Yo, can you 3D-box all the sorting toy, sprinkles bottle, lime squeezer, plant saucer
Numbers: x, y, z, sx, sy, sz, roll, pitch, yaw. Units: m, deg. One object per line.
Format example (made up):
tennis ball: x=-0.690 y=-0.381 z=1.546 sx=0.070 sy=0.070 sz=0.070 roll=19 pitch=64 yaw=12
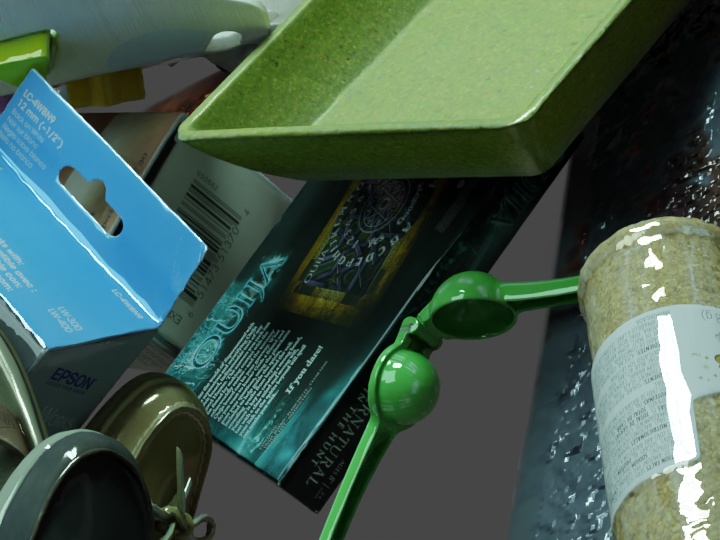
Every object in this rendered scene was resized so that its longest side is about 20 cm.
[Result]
sorting toy: x=-0.119 y=-0.121 z=1.246 sx=0.179 sy=0.107 sz=0.200 roll=-1 pitch=5 yaw=12
sprinkles bottle: x=0.117 y=0.069 z=0.917 sx=0.068 sy=0.068 sz=0.201 roll=-33 pitch=35 yaw=24
lime squeezer: x=0.039 y=0.046 z=1.082 sx=0.200 sy=0.038 sz=0.071 roll=-43 pitch=63 yaw=9
plant saucer: x=0.051 y=-0.099 z=1.143 sx=0.199 sy=0.048 sz=0.200 roll=1 pitch=39 yaw=42

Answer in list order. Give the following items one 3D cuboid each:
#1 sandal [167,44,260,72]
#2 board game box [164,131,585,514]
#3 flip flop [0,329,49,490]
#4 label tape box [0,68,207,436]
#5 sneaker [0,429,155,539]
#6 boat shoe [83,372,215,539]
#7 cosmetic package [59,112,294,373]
sandal: x=-0.077 y=-0.124 z=1.372 sx=0.082 sy=0.050 sz=0.203 roll=-11 pitch=27 yaw=-23
board game box: x=0.000 y=0.000 z=1.171 sx=0.200 sy=0.028 sz=0.135 roll=-54 pitch=32 yaw=-6
flip flop: x=-0.165 y=0.078 z=1.048 sx=0.081 sy=0.058 sz=0.200 roll=-40 pitch=59 yaw=14
label tape box: x=-0.178 y=0.022 z=1.141 sx=0.143 sy=0.066 sz=0.200 roll=44 pitch=102 yaw=31
sneaker: x=-0.085 y=0.147 z=0.915 sx=0.106 sy=0.075 sz=0.201 roll=-17 pitch=58 yaw=45
boat shoe: x=-0.103 y=0.142 z=1.117 sx=0.063 sy=0.073 sz=0.201 roll=11 pitch=77 yaw=43
cosmetic package: x=-0.137 y=-0.016 z=1.302 sx=0.200 sy=0.087 sz=0.104 roll=2 pitch=59 yaw=52
